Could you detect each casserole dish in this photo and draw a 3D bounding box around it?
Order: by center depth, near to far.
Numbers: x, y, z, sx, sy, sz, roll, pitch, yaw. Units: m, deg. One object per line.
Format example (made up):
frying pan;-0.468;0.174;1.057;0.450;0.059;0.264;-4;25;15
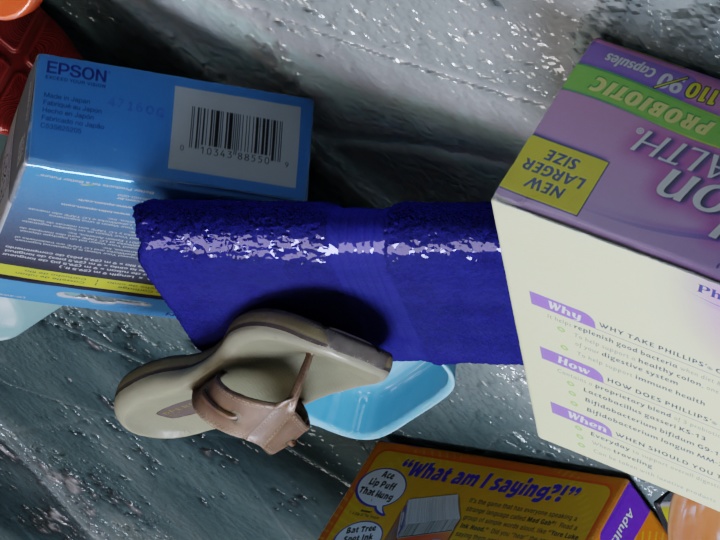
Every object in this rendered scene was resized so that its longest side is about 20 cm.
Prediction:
casserole dish;-0.013;0.039;1.369;0.121;0.039;0.200;29;157;-9

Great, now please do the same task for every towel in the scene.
towel;0.000;0.000;1.205;0.200;0.050;0.148;1;154;13

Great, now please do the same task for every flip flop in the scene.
flip flop;-0.058;0.067;1.236;0.081;0.058;0.200;25;150;-35

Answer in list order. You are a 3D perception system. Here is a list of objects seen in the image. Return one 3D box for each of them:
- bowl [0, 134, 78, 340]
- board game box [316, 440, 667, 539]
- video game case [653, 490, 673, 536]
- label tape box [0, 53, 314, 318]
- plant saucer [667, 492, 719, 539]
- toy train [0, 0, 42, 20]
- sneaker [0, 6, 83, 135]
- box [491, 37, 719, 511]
bowl;-0.241;-0.033;1.447;0.201;0.105;0.201;26;153;15
board game box;0.082;0.248;1.448;0.200;0.200;0.200;5;143;45
video game case;0.258;0.199;1.276;0.181;0.025;0.200;-12;106;56
label tape box;-0.118;-0.036;1.278;0.143;0.066;0.200;8;160;-14
plant saucer;0.237;0.169;1.213;0.200;0.037;0.200;38;145;34
toy train;-0.235;-0.148;1.228;0.200;0.056;0.151;12;107;11
sneaker;-0.234;-0.130;1.335;0.200;0.078;0.116;34;172;0
box;0.165;0.019;1.068;0.176;0.097;0.200;22;153;24
